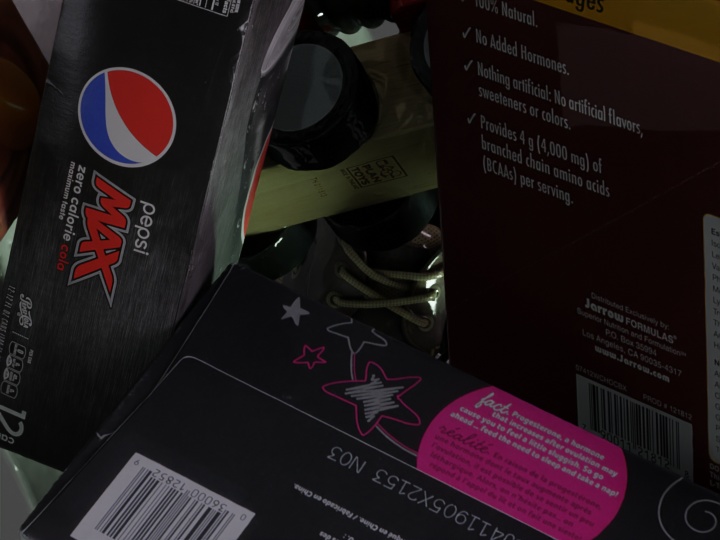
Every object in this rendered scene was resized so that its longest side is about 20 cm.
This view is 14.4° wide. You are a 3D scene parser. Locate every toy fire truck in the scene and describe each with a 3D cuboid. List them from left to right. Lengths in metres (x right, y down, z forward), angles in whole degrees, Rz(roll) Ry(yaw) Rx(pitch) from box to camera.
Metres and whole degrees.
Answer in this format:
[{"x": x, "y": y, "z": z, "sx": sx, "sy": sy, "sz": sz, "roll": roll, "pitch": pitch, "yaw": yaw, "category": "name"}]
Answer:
[{"x": -0.002, "y": -0.110, "z": 1.077, "sx": 0.129, "sy": 0.175, "sz": 0.201, "roll": 48, "pitch": 31, "yaw": -59, "category": "toy fire truck"}]

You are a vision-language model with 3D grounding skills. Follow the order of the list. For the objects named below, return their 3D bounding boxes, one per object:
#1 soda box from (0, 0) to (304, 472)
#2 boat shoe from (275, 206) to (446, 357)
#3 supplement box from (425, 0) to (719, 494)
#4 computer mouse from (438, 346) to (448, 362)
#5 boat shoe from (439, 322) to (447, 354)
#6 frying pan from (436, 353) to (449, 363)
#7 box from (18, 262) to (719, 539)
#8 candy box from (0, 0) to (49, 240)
[{"x": -0.071, "y": -0.031, "z": 0.940, "sx": 0.071, "sy": 0.063, "sz": 0.201, "roll": -52, "pitch": 160, "yaw": -61, "category": "soda box"}, {"x": 0.000, "y": 0.000, "z": 1.114, "sx": 0.074, "sy": 0.073, "sz": 0.201, "roll": 8, "pitch": 63, "yaw": -12, "category": "boat shoe"}, {"x": 0.136, "y": -0.026, "z": 0.918, "sx": 0.132, "sy": 0.197, "sz": 0.201, "roll": -27, "pitch": 125, "yaw": -36, "category": "supplement box"}, {"x": 0.083, "y": -0.030, "z": 1.113, "sx": 0.053, "sy": 0.139, "sz": 0.200, "roll": 36, "pitch": 68, "yaw": 1, "category": "computer mouse"}, {"x": 0.061, "y": -0.031, "z": 1.255, "sx": 0.073, "sy": 0.063, "sz": 0.202, "roll": 19, "pitch": 52, "yaw": -22, "category": "boat shoe"}, {"x": 0.001, "y": 0.119, "z": 1.153, "sx": 0.115, "sy": 0.031, "sz": 0.191, "roll": 54, "pitch": 51, "yaw": -40, "category": "frying pan"}, {"x": 0.009, "y": 0.114, "z": 0.911, "sx": 0.132, "sy": 0.199, "sz": 0.115, "roll": -53, "pitch": 157, "yaw": -32, "category": "box"}, {"x": -0.175, "y": -0.086, "z": 0.891, "sx": 0.201, "sy": 0.056, "sz": 0.117, "roll": 61, "pitch": 39, "yaw": -30, "category": "candy box"}]
